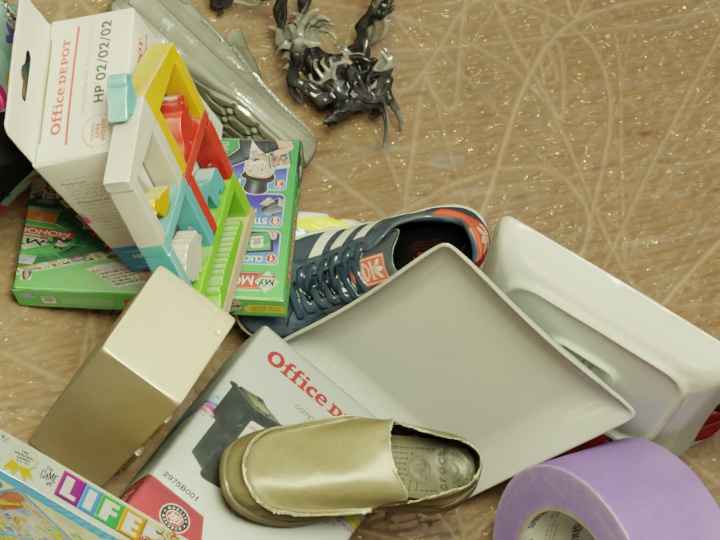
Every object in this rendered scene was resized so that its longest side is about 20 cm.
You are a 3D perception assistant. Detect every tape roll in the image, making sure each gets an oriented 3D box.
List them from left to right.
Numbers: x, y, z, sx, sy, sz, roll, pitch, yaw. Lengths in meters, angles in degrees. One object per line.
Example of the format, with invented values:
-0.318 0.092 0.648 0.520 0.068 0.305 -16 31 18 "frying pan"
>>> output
0.186 0.228 1.499 0.085 0.200 0.201 -12 73 -29 "tape roll"

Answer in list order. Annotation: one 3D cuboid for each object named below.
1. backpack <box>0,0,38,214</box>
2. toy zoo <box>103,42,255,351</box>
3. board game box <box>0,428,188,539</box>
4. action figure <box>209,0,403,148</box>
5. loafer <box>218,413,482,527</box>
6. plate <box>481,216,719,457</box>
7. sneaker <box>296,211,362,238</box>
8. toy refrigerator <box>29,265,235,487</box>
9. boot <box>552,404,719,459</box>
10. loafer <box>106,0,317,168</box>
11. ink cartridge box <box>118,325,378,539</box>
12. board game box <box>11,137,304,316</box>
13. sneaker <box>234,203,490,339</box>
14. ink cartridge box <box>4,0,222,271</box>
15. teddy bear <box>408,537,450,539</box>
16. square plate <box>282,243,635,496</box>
-0.304 -0.129 1.449 0.150 0.177 0.201 -12 67 -52 "backpack"
-0.124 -0.058 1.382 0.020 0.200 0.132 -5 46 19 "toy zoo"
-0.191 0.203 1.371 0.200 0.135 0.034 32 35 -9 "board game box"
-0.029 -0.194 1.650 0.200 0.102 0.119 43 45 0 "action figure"
-0.001 0.133 1.433 0.199 0.067 0.076 -2 69 -27 "loafer"
0.164 0.060 1.486 0.199 0.200 0.032 32 67 7 "plate"
0.003 0.029 1.578 0.199 0.076 0.106 19 61 -17 "sneaker"
-0.156 0.079 1.404 0.070 0.200 0.076 36 58 -6 "toy refrigerator"
0.220 0.102 1.606 0.199 0.144 0.073 -7 72 -26 "boot"
-0.108 -0.158 1.614 0.200 0.070 0.070 41 65 -2 "loafer"
-0.080 0.162 1.473 0.146 0.083 0.200 39 57 -4 "ink cartridge box"
-0.147 -0.036 1.513 0.199 0.029 0.135 3 64 6 "board game box"
0.000 0.000 1.508 0.199 0.085 0.075 -21 96 0 "sneaker"
-0.165 -0.097 1.413 0.068 0.200 0.116 -8 61 18 "ink cartridge box"
0.066 0.292 1.493 0.145 0.067 0.201 32 58 -12 "teddy bear"
0.066 0.074 1.494 0.198 0.200 0.029 41 43 -19 "square plate"
